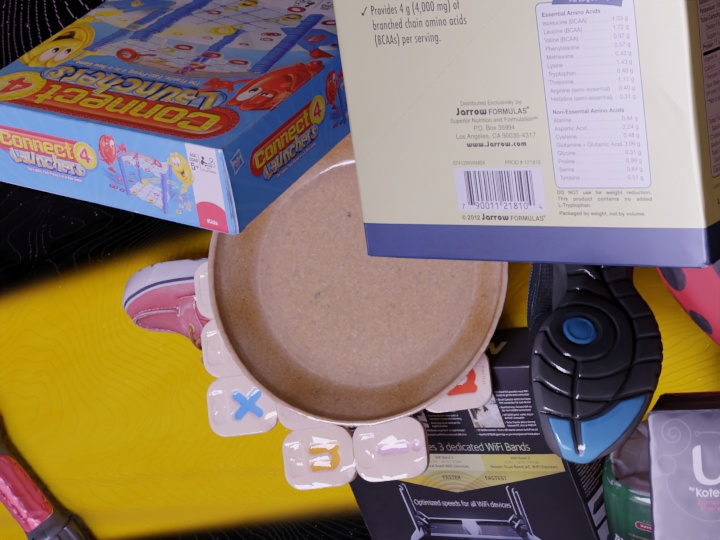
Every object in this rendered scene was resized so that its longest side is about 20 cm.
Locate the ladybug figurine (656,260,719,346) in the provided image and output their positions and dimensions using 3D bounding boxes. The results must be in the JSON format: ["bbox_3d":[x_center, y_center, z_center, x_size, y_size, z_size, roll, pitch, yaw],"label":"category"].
[{"bbox_3d":[0.223,-0.012,0.925,0.200,0.072,0.136,51,136,-5],"label":"ladybug figurine"}]

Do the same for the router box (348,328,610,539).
[{"bbox_3d":[0.073,0.122,1.144,0.199,0.052,0.158,-4,117,38],"label":"router box"}]

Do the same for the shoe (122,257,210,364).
[{"bbox_3d":[-0.101,0.044,1.175,0.199,0.092,0.071,-9,155,37],"label":"shoe"}]

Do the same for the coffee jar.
[{"bbox_3d":[0.213,0.201,1.073,0.104,0.085,0.201,7,125,21],"label":"coffee jar"}]

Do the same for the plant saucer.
[{"bbox_3d":[0.000,0.000,1.059,0.199,0.035,0.202,-1,85,14],"label":"plant saucer"}]

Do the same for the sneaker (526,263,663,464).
[{"bbox_3d":[0.132,0.039,0.953,0.073,0.201,0.082,12,136,0],"label":"sneaker"}]

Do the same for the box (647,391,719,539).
[{"bbox_3d":[0.228,0.171,0.918,0.121,0.106,0.202,-2,91,15],"label":"box"}]

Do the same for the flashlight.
[{"bbox_3d":[-0.318,0.190,1.470,0.068,0.068,0.200,-31,99,42],"label":"flashlight"}]

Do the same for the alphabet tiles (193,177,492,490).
[{"bbox_3d":[-0.013,0.041,1.085,0.194,0.015,0.202,-9,83,14],"label":"alphabet tiles"}]

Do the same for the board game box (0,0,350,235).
[{"bbox_3d":[-0.106,-0.111,1.006,0.199,0.196,0.056,13,127,28],"label":"board game box"}]

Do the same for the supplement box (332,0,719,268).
[{"bbox_3d":[0.104,-0.118,0.828,0.199,0.134,0.201,2,107,35],"label":"supplement box"}]
